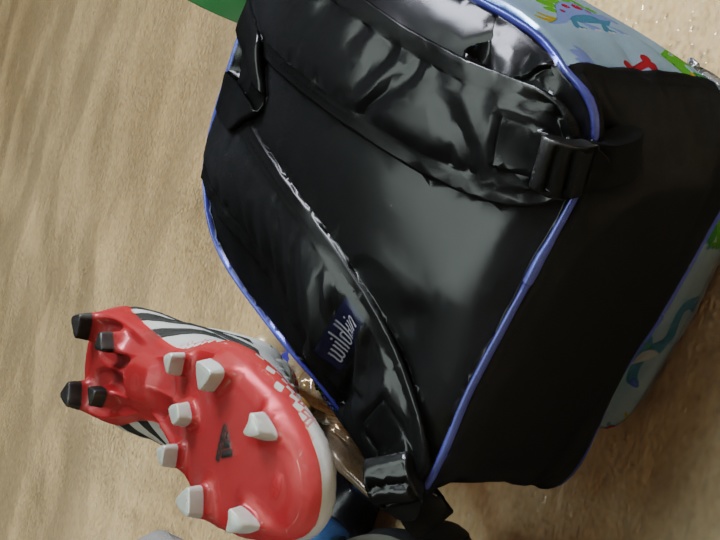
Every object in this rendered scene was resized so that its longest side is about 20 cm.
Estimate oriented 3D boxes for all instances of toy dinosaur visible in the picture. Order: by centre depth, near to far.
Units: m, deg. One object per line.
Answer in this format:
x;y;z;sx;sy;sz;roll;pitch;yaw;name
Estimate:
-0.012;0.077;0.811;0.061;0.106;0.200;-69;25;15;toy dinosaur

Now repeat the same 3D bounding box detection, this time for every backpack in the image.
0.038;-0.032;0.671;0.200;0.147;0.184;44;121;39;backpack

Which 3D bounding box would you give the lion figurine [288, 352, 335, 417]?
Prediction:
0.000;0.000;0.841;0.123;0.072;0.200;-49;17;-2;lion figurine

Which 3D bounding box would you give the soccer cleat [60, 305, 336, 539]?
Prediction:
-0.050;0.057;0.706;0.200;0.085;0.069;20;103;56;soccer cleat

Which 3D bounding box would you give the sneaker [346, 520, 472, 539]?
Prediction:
0.016;0.202;0.706;0.106;0.074;0.201;3;-83;-67;sneaker

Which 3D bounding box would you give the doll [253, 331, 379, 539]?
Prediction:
-0.028;0.117;0.916;0.137;0.048;0.200;-59;30;15;doll

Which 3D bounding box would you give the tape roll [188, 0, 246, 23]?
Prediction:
-0.052;-0.195;0.956;0.201;0.200;0.048;-106;36;-52;tape roll

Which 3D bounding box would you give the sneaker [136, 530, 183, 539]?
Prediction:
-0.002;0.139;0.632;0.082;0.199;0.075;-52;-32;-25;sneaker
